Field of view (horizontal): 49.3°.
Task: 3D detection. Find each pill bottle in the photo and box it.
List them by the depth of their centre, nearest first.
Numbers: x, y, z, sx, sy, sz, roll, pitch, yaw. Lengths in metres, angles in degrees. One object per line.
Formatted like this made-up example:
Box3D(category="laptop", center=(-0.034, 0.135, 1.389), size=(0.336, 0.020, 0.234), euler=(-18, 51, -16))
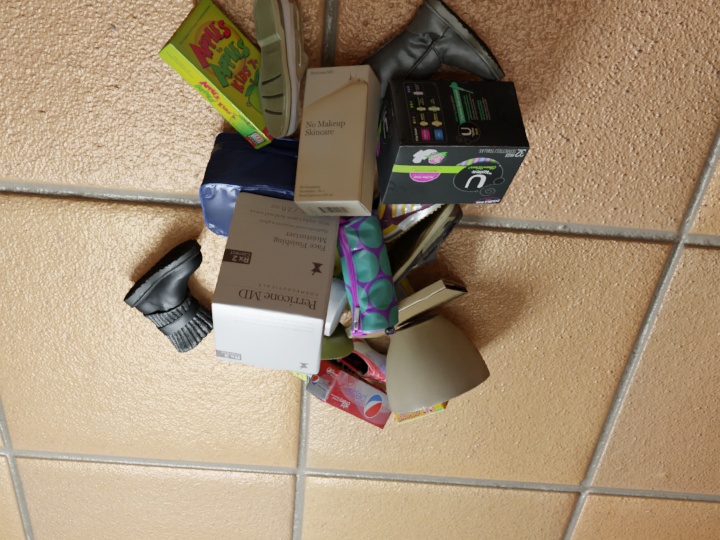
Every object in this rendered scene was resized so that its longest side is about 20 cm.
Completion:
Box3D(category="pill bottle", center=(-0.121, 0.028, 1.352), size=(0.197, 0.114, 0.115), euler=(24, 125, 8))

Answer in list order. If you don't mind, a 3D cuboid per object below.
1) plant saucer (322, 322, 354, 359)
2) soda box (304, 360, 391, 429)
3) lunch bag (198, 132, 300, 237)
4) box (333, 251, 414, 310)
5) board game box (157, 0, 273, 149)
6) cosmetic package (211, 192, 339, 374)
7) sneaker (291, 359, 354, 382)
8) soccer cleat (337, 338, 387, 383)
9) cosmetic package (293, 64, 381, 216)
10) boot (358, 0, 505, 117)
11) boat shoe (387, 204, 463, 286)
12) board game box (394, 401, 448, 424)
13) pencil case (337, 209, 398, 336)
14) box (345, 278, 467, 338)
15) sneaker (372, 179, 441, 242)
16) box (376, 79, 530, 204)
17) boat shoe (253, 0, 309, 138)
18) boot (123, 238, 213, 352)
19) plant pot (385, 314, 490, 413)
Box3D(category="plant saucer", center=(-0.104, 0.103, 1.400), size=(0.195, 0.200, 0.032), euler=(11, 105, -7))
Box3D(category="soda box", center=(-0.014, 0.239, 1.511), size=(0.199, 0.063, 0.071), euler=(34, 84, -46))
Box3D(category="lunch bag", center=(-0.150, -0.139, 1.257), size=(0.195, 0.135, 0.137), euler=(7, 144, 0))
Box3D(category="box", center=(0.000, 0.000, 1.408), size=(0.116, 0.049, 0.201), euler=(-27, 123, 19))
Box3D(category="board game box", center=(-0.191, -0.290, 1.166), size=(0.200, 0.103, 0.047), euler=(43, 151, -26))
Box3D(category="cosmetic package", center=(-0.124, 0.022, 1.183), size=(0.161, 0.204, 0.166), euler=(8, 145, -2))
Box3D(category="sneaker", center=(-0.084, 0.191, 1.540), size=(0.075, 0.076, 0.200), euler=(-2, 142, 46))
Box3D(category="soccer cleat", center=(0.029, 0.191, 1.524), size=(0.198, 0.074, 0.068), euler=(34, 119, -21))
Box3D(category="cosmetic package", center=(-0.031, -0.185, 1.135), size=(0.101, 0.205, 0.073), euler=(0, 168, 17))
Box3D(category="boot", center=(0.094, -0.291, 1.188), size=(0.181, 0.073, 0.200), euler=(40, 111, -10))
Box3D(category="boat shoe", center=(0.104, -0.038, 1.343), size=(0.064, 0.073, 0.201), euler=(34, 101, -30))
Box3D(category="board game box", center=(0.129, 0.247, 1.510), size=(0.094, 0.200, 0.031), euler=(-20, 88, 14))
Box3D(category="pencil case", center=(0.006, 0.006, 1.283), size=(0.084, 0.092, 0.205), euler=(-6, 98, 41))
Box3D(category="box", center=(0.086, 0.071, 1.407), size=(0.197, 0.163, 0.022), euler=(-29, 77, 17))
Box3D(category="sneaker", center=(0.079, -0.133, 1.298), size=(0.090, 0.076, 0.199), euler=(39, 115, -25))
Box3D(category="box", center=(0.130, -0.191, 1.179), size=(0.195, 0.127, 0.149), euler=(-2, 152, -11))
Box3D(category="boat shoe", center=(-0.107, -0.298, 1.145), size=(0.074, 0.068, 0.205), euler=(10, 107, 45))
Box3D(category="boot", center=(-0.313, 0.048, 1.421), size=(0.210, 0.080, 0.158), euler=(-33, 112, 34))
Box3D(category="plant pot", center=(0.125, 0.161, 1.452), size=(0.197, 0.200, 0.137), euler=(-21, 91, 14))
